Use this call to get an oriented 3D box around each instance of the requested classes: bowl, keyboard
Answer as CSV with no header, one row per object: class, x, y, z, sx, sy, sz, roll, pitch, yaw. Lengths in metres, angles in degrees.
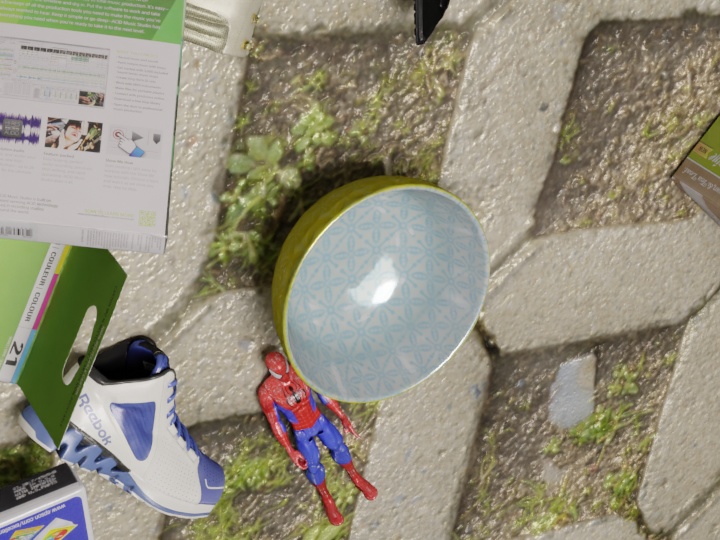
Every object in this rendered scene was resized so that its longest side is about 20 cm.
bowl,0.000,0.000,1.520,0.198,0.108,0.202,-14,122,-25
keyboard,0.048,-0.290,1.420,0.104,0.039,0.202,-56,152,-52

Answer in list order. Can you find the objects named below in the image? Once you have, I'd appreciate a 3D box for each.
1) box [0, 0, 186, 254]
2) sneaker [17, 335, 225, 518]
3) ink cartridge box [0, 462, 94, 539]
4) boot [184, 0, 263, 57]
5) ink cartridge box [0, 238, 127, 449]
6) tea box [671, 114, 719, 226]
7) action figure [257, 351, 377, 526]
box,-0.202,-0.114,1.274,0.143,0.202,0.036,6,157,-8
sneaker,-0.177,0.125,1.497,0.199,0.081,0.116,31,99,-37
ink cartridge box,-0.309,0.273,1.456,0.196,0.047,0.201,-21,133,-23
boot,-0.068,-0.241,1.375,0.198,0.072,0.156,6,111,-28
ink cartridge box,-0.260,0.016,1.312,0.075,0.200,0.149,15,107,-35
tea box,0.446,-0.092,1.723,0.200,0.134,0.197,37,92,-38
action figure,-0.042,0.147,1.614,0.065,0.052,0.201,-32,125,-8
